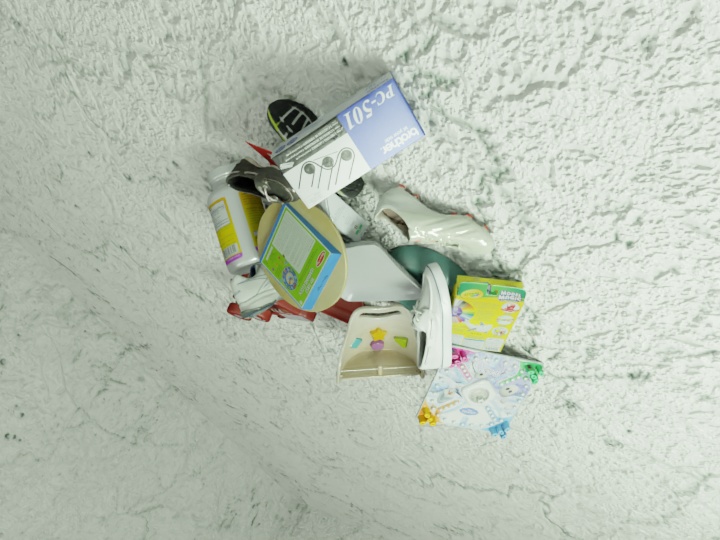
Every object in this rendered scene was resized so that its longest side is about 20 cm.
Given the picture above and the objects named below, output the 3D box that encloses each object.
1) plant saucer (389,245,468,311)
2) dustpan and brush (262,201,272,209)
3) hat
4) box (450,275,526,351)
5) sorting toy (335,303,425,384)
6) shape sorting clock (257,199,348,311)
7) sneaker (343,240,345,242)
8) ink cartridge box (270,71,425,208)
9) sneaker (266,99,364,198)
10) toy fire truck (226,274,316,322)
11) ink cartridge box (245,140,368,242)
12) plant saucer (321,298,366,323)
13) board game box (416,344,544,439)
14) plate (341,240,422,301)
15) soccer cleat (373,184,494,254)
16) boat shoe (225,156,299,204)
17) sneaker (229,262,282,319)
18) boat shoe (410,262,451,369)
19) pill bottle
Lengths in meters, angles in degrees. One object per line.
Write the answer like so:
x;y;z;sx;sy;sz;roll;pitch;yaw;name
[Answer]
0.126;0.038;1.074;0.199;0.036;0.201;25;148;17;plant saucer
-0.101;-0.060;1.070;0.199;0.058;0.140;26;-179;-18;dustpan and brush
0.237;0.217;1.154;0.198;0.081;0.202;-1;124;-1;hat
0.212;0.072;0.993;0.116;0.049;0.201;7;146;2;box
0.042;0.148;1.233;0.198;0.107;0.181;-3;129;-5;sorting toy
-0.100;-0.026;0.960;0.199;0.039;0.202;15;114;36;shape sorting clock
-0.087;-0.045;1.156;0.199;0.071;0.082;25;177;7;sneaker
-0.018;-0.181;0.797;0.199;0.044;0.094;-31;118;13;ink cartridge box
-0.086;-0.192;0.934;0.200;0.074;0.081;49;149;-18;sneaker
-0.226;0.086;1.420;0.199;0.113;0.168;-2;152;48;toy fire truck
-0.099;-0.130;0.954;0.160;0.050;0.200;28;176;42;ink cartridge box
-0.070;0.034;1.255;0.198;0.037;0.201;21;146;22;plant saucer
0.233;0.245;1.108;0.198;0.026;0.201;12;122;-10;board game box
0.000;0.000;1.027;0.199;0.033;0.199;-5;150;36;plate
0.115;-0.065;0.904;0.199;0.078;0.070;27;148;12;soccer cleat
-0.160;-0.137;0.922;0.200;0.057;0.067;29;159;51;boat shoe
-0.158;0.017;1.067;0.074;0.199;0.088;-34;84;41;sneaker
0.120;0.086;0.988;0.074;0.065;0.202;-126;27;-70;boat shoe
-0.234;-0.100;1.099;0.104;0.104;0.202;-29;77;56;pill bottle
